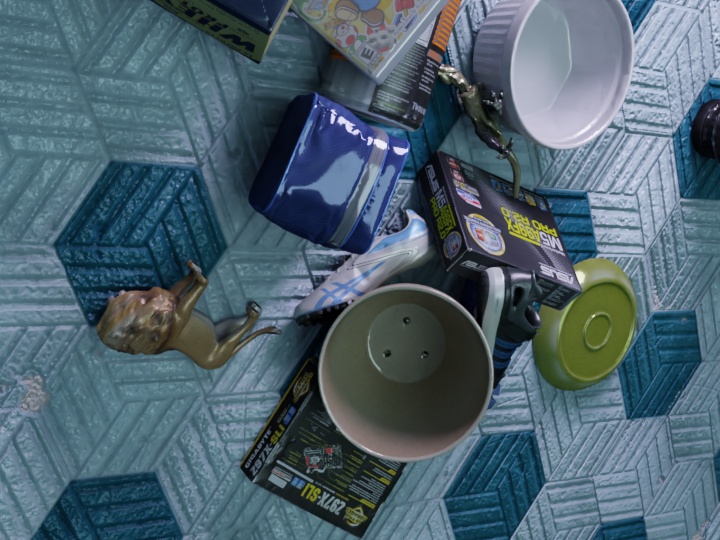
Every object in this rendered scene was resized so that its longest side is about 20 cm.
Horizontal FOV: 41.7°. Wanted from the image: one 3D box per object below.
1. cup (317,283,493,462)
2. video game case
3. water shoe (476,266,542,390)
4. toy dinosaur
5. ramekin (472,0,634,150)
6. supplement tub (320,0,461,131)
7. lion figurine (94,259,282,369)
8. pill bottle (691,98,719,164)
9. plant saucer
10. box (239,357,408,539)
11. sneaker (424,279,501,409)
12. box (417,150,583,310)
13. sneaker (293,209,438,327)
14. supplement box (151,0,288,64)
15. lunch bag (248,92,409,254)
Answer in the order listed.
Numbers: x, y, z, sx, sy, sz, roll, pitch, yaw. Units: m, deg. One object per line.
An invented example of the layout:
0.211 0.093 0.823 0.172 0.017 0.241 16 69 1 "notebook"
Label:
0.053 0.103 1.117 0.195 0.143 0.205 1 101 3 "cup"
0.018 -0.323 0.967 0.201 0.182 0.023 -49 161 5 "video game case"
0.177 0.078 1.122 0.077 0.073 0.202 -3 139 1 "water shoe"
0.155 -0.172 1.128 0.047 0.088 0.202 -33 101 -3 "toy dinosaur"
0.230 -0.256 1.164 0.197 0.105 0.205 -9 109 -29 "ramekin"
0.039 -0.266 1.036 0.121 0.122 0.204 15 96 -33 "supplement tub"
-0.184 0.066 1.035 0.199 0.072 0.123 38 91 -38 "lion figurine"
0.572 -0.188 1.333 0.110 0.199 0.114 -9 110 -27 "pill bottle"
0.337 0.084 1.376 0.196 0.031 0.204 -9 109 -28 "plant saucer"
-0.031 0.226 1.188 0.199 0.049 0.161 35 88 -34 "box"
0.132 0.094 1.226 0.113 0.080 0.204 -4 108 -32 "sneaker"
0.172 -0.048 1.164 0.197 0.162 0.044 18 132 -33 "box"
0.000 0.000 1.136 0.198 0.072 0.073 -33 79 -9 "sneaker"
-0.101 -0.323 0.868 0.133 0.200 0.203 28 90 -10 "supplement box"
-0.031 -0.098 1.007 0.130 0.200 0.138 25 94 -15 "lunch bag"
